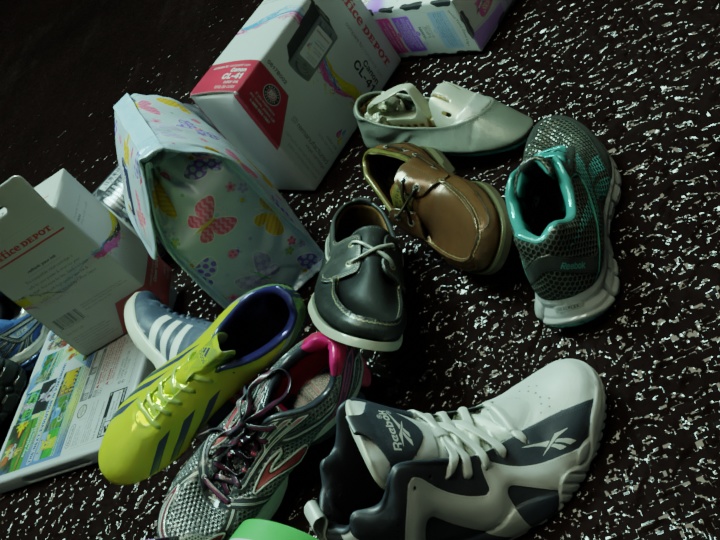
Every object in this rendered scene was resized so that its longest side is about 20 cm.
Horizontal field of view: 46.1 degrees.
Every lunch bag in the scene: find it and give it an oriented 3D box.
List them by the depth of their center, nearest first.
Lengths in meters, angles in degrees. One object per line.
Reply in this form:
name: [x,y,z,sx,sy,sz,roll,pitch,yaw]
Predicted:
lunch bag: [-0.152,-0.065,0.793,0.127,0.200,0.170,-41,37,-2]

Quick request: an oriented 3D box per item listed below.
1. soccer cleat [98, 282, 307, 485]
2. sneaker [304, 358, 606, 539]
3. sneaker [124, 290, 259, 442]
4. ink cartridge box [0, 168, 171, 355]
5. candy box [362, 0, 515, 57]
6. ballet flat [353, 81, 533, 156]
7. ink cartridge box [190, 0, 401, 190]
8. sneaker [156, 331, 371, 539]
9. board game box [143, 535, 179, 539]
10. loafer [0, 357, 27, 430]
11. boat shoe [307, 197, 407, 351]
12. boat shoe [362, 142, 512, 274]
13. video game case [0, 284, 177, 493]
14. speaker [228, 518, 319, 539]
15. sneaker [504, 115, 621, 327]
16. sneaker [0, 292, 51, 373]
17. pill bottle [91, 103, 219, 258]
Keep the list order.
soccer cleat: [-0.123,0.080,0.643,0.200,0.084,0.065,-42,80,-13]
sneaker: [0.050,0.103,0.497,0.199,0.130,0.080,-39,37,2]
sneaker: [-0.147,0.066,0.763,0.084,0.075,0.200,-43,46,-1]
ink cartridge box: [-0.295,-0.017,0.832,0.116,0.200,0.068,-28,38,15]
candy box: [0.086,-0.323,0.959,0.200,0.072,0.168,11,59,48]
ballet flat: [0.067,-0.145,0.791,0.200,0.064,0.067,9,45,46]
ink cartridge box: [-0.064,-0.206,0.905,0.085,0.148,0.200,9,59,46]
sneaker: [-0.077,0.122,0.615,0.081,0.075,0.200,36,78,21]
board game box: [-0.206,0.261,0.602,0.200,0.032,0.120,-18,68,28]
loafer: [-0.427,0.184,0.898,0.070,0.068,0.201,-14,43,59]
boat shoe: [0.000,0.000,0.649,0.072,0.068,0.200,9,22,-6]
boat shoe: [0.054,-0.052,0.689,0.200,0.068,0.072,-129,51,-61]
video game case: [-0.281,0.117,0.869,0.182,0.022,0.200,-21,41,25]
speaker: [-0.075,0.253,0.490,0.088,0.088,0.200,-6,48,38]
sneaker: [0.144,-0.060,0.616,0.077,0.091,0.200,-20,41,24]
sneaker: [-0.390,0.023,1.009,0.077,0.085,0.200,-23,39,22]
pill bottle: [-0.210,-0.119,0.980,0.106,0.106,0.200,18,64,49]
